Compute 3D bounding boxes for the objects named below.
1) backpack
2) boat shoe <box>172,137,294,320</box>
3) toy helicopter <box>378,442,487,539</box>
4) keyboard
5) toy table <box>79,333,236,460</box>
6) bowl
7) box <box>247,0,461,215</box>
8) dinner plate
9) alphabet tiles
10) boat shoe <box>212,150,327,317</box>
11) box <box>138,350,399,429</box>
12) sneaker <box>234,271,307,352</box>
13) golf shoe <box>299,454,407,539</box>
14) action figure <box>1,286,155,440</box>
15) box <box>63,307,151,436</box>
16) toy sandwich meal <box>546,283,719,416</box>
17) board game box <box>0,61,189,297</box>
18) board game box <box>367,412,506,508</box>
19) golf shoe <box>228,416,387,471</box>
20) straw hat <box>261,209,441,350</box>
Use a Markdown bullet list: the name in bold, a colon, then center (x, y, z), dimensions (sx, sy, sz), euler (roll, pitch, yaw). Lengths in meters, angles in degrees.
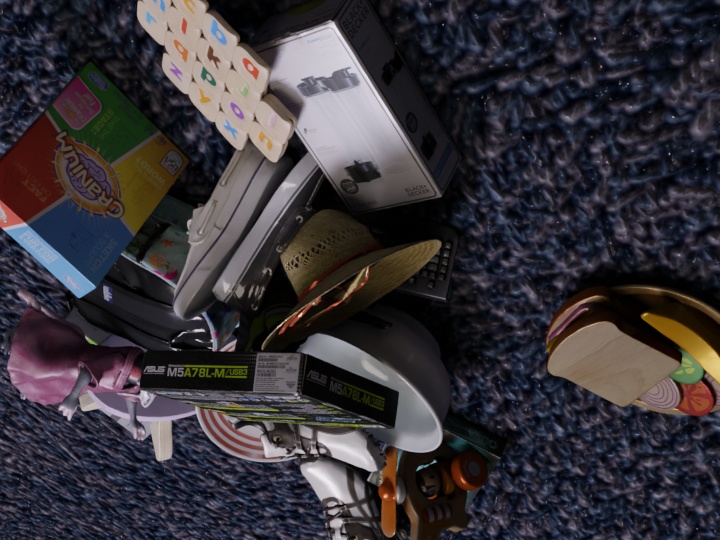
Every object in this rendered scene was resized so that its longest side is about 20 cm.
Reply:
- **backpack**: center (-0.222, 0.013, 1.327), dimensions (0.199, 0.151, 0.179), euler (28, 145, 18)
- **boat shoe**: center (-0.146, -0.046, 1.206), dimensions (0.065, 0.072, 0.201), euler (33, 99, 16)
- **toy helicopter**: center (0.070, 0.289, 1.358), dimensions (0.131, 0.202, 0.079), euler (26, 146, -26)
- **keyboard**: center (0.000, 0.000, 1.217), dimensions (0.198, 0.021, 0.129), euler (13, 97, 22)
- **toy table**: center (-0.256, 0.139, 1.486), dimensions (0.198, 0.186, 0.117), euler (3, 158, -19)
- **bowl**: center (0.028, 0.105, 1.302), dimensions (0.200, 0.091, 0.202), euler (30, 152, 18)
- **box**: center (-0.005, -0.152, 1.078), dimensions (0.116, 0.060, 0.201), euler (-10, 127, 40)
- **dinner plate**: center (-0.105, 0.151, 1.440), dimensions (0.197, 0.024, 0.202), euler (-5, 122, -7)
- **alphabet tiles**: center (-0.138, -0.191, 1.101), dimensions (0.200, 0.015, 0.196), euler (47, 161, 3)
- **boat shoe**: center (-0.069, -0.040, 1.165), dimensions (0.066, 0.201, 0.070), euler (35, -176, -2)
- **box**: center (-0.090, 0.122, 1.187), dimensions (0.198, 0.048, 0.193), euler (-2, 165, 31)
- **sneaker**: center (-0.104, 0.065, 1.280), dimensions (0.073, 0.082, 0.200), euler (-1, 155, -21)
- **golf shoe**: center (-0.017, 0.332, 1.584), dimensions (0.200, 0.095, 0.077), euler (46, 140, -17)
- **action figure**: center (-0.304, 0.110, 1.350), dimensions (0.197, 0.151, 0.134), euler (2, 161, 14)
- **box**: center (-0.353, 0.146, 1.652), dimensions (0.199, 0.041, 0.156), euler (39, 141, -10)
- **toy sandwich meal**: center (0.285, 0.090, 1.150), dimensions (0.203, 0.071, 0.206), euler (18, 140, 15)
- **board game box**: center (-0.286, -0.096, 1.209), dimensions (0.153, 0.201, 0.040), euler (45, 140, -20)
- **board game box**: center (0.092, 0.244, 1.480), dimensions (0.134, 0.028, 0.201), euler (26, 142, 5)
- **golf shoe**: center (-0.064, 0.193, 1.354), dimensions (0.199, 0.095, 0.078), euler (29, 156, 21)
- **straw hat**: center (-0.027, -0.011, 1.110), dimensions (0.086, 0.200, 0.201), euler (58, 143, 11)
